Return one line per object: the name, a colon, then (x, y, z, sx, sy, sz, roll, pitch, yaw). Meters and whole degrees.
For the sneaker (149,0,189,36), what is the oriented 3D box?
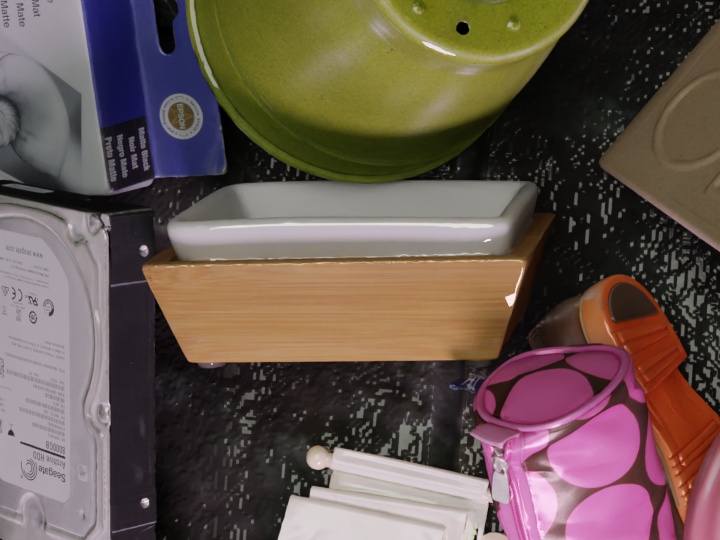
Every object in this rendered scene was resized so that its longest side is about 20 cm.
sneaker: (-0.125, -0.151, 1.247, 0.112, 0.073, 0.200, -46, 73, 9)

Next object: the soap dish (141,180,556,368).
soap dish: (0.000, 0.000, 1.164, 0.200, 0.157, 0.081, -1, 100, 11)

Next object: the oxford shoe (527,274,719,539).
oxford shoe: (0.159, 0.103, 1.174, 0.073, 0.071, 0.200, -27, 86, 40)

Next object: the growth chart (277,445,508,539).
growth chart: (0.003, 0.197, 1.206, 0.145, 0.018, 0.200, 20, 88, 11)

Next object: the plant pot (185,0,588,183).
plant pot: (0.029, -0.154, 1.114, 0.200, 0.193, 0.201, 1, 86, -18)

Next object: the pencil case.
pencil case: (0.113, 0.137, 1.109, 0.091, 0.094, 0.200, 3, 123, 38)

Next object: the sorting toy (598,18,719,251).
sorting toy: (0.231, -0.091, 1.125, 0.036, 0.200, 0.185, 39, 93, -29)

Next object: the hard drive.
hard drive: (-0.169, 0.057, 1.187, 0.140, 0.038, 0.200, 12, 107, 44)

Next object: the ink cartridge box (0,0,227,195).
ink cartridge box: (-0.184, -0.140, 1.212, 0.200, 0.041, 0.200, -1, 106, 22)

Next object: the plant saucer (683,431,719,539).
plant saucer: (0.269, 0.144, 1.114, 0.200, 0.051, 0.201, 0, 87, -9)
